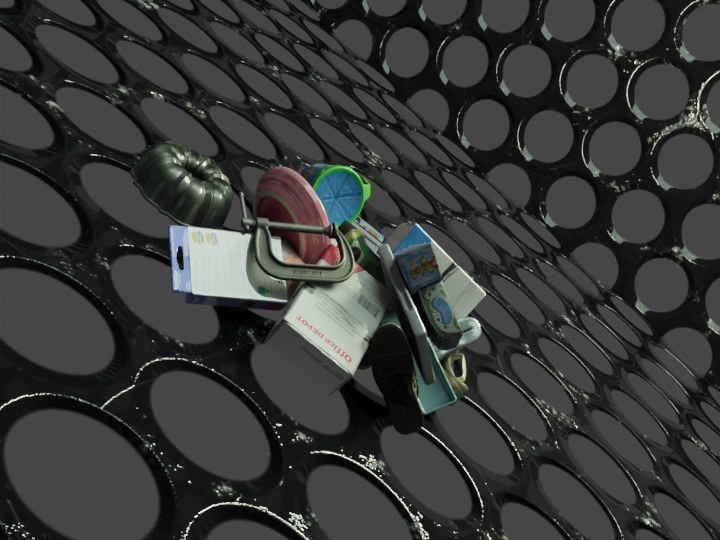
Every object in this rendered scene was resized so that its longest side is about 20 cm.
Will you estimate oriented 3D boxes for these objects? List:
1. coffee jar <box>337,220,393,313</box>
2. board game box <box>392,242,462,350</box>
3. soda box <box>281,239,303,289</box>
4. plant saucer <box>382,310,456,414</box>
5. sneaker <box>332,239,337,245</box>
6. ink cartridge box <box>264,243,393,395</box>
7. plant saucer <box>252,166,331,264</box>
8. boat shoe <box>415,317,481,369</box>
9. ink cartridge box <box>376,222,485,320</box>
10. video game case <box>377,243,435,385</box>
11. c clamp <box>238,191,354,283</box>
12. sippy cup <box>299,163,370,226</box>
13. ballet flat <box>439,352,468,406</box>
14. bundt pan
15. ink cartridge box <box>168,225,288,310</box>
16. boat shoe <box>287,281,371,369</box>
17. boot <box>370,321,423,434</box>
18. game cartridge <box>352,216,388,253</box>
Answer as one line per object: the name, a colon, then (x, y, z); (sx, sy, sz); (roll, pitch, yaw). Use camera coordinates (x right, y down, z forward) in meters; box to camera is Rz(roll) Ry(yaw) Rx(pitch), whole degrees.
coffee jar: (0.000, 0.000, 1.889); (0.201, 0.104, 0.086); (49, -5, 23)
board game box: (0.109, 0.034, 1.626); (0.200, 0.061, 0.203); (77, -9, -77)
soda box: (-0.187, -0.015, 1.664); (0.069, 0.064, 0.199); (49, 22, 25)
plant saucer: (0.103, 0.163, 1.742); (0.019, 0.069, 0.203); (100, -32, -66)
sneaker: (-0.116, -0.064, 1.875); (0.072, 0.086, 0.199); (37, -8, -31)
ink cartridge box: (-0.050, 0.079, 1.569); (0.144, 0.084, 0.201); (38, 45, -7)
plant saucer: (-0.136, -0.089, 1.766); (0.050, 0.202, 0.201); (-31, 67, -34)
boat shoe: (0.137, 0.147, 1.799); (0.196, 0.062, 0.073); (-16, 68, -16)
ink cartridge box: (0.138, 0.005, 1.887); (0.200, 0.084, 0.145); (44, -5, -8)
video game case: (0.081, 0.079, 1.649); (0.201, 0.022, 0.184); (75, -6, -59)
c clamp: (-0.103, -0.053, 1.562); (0.196, 0.027, 0.173); (9, 49, -18)
sippy cup: (-0.076, -0.173, 2.080); (0.176, 0.141, 0.130); (29, 2, -33)
ballet flat: (0.166, 0.179, 1.846); (0.068, 0.075, 0.201); (52, 10, -34)
bundt pan: (-0.313, -0.161, 1.732); (0.200, 0.076, 0.203); (34, 22, -15)
ink cartridge box: (-0.215, -0.003, 1.518); (0.197, 0.042, 0.122); (7, 61, -32)
boat shoe: (-0.047, 0.091, 1.682); (0.199, 0.072, 0.065); (42, 14, 0)
boot: (0.059, 0.157, 1.618); (0.151, 0.072, 0.204); (-97, 170, -68)
game cartridge: (0.019, -0.064, 2.160); (0.199, 0.039, 0.130); (38, 25, -3)
